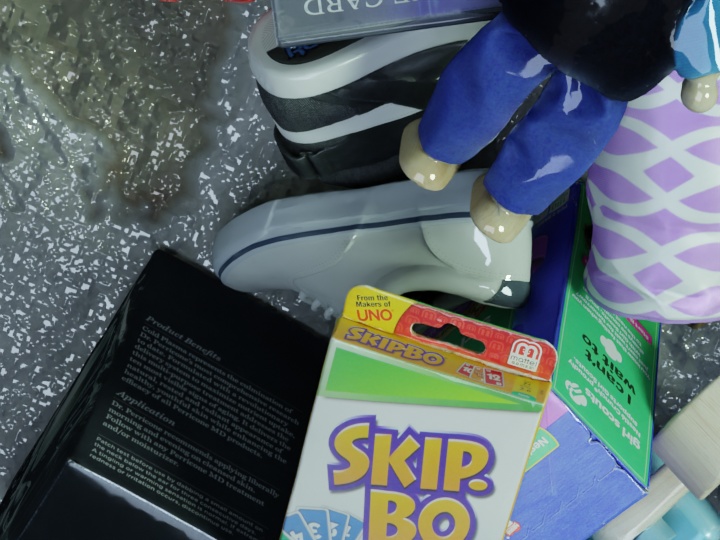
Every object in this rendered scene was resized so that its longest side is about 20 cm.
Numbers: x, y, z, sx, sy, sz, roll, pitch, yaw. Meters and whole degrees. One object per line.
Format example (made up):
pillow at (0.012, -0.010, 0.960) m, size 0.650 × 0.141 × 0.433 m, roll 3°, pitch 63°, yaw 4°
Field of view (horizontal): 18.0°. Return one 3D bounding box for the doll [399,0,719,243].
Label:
doll at (0.088, -0.104, 0.951) m, size 0.136 × 0.049 × 0.200 m, roll 36°, pitch 128°, yaw -2°

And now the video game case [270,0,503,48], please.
video game case at (0.020, -0.206, 0.990) m, size 0.142 × 0.019 × 0.202 m, roll -7°, pitch 94°, yaw 3°

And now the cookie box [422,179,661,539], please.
cookie box at (0.060, 0.072, 1.094) m, size 0.075 × 0.200 × 0.171 m, roll 43°, pitch 117°, yaw -15°

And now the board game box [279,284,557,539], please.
board game box at (0.016, 0.107, 0.993) m, size 0.095 × 0.030 × 0.201 m, roll 17°, pitch 116°, yaw 4°

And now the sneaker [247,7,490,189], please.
sneaker at (0.051, -0.100, 1.084) m, size 0.198 × 0.073 × 0.112 m, roll -15°, pitch 142°, yaw 0°

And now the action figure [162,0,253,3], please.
action figure at (-0.011, -0.183, 1.034) m, size 0.199 × 0.065 × 0.100 m, roll -19°, pitch 93°, yaw 5°

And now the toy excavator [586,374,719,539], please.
toy excavator at (0.139, 0.117, 1.126) m, size 0.100 × 0.194 × 0.200 m, roll 46°, pitch 106°, yaw 13°

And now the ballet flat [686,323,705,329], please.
ballet flat at (0.195, -0.061, 1.085) m, size 0.072 × 0.068 × 0.201 m, roll -2°, pitch 117°, yaw -12°

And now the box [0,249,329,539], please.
box at (-0.117, 0.134, 1.160) m, size 0.123 × 0.197 × 0.200 m, roll 31°, pitch 120°, yaw -8°

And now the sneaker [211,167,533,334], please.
sneaker at (0.000, 0.000, 1.097) m, size 0.199 × 0.073 × 0.071 m, roll -11°, pitch 76°, yaw 46°

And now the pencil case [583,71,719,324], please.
pencil case at (0.142, -0.076, 1.014) m, size 0.083 × 0.086 × 0.202 m, roll 3°, pitch 113°, yaw -3°
